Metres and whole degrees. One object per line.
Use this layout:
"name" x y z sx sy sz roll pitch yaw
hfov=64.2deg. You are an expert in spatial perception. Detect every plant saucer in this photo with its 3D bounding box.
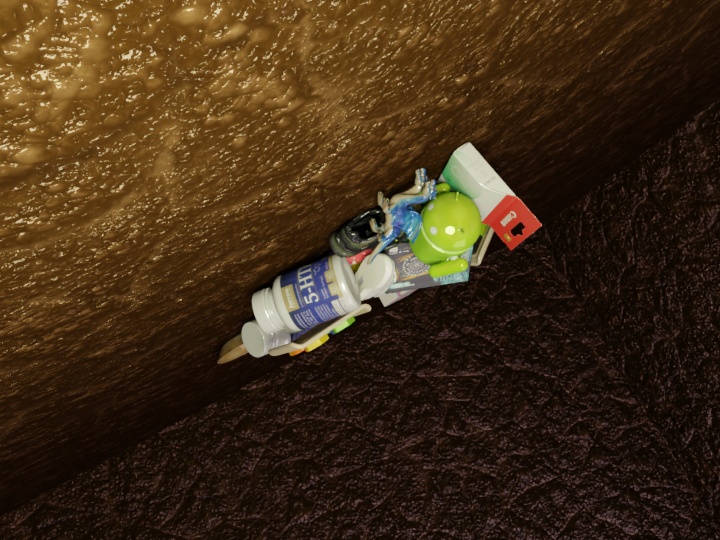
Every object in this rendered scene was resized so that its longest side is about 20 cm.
"plant saucer" -0.325 0.202 1.642 0.199 0.036 0.200 -30 171 -5

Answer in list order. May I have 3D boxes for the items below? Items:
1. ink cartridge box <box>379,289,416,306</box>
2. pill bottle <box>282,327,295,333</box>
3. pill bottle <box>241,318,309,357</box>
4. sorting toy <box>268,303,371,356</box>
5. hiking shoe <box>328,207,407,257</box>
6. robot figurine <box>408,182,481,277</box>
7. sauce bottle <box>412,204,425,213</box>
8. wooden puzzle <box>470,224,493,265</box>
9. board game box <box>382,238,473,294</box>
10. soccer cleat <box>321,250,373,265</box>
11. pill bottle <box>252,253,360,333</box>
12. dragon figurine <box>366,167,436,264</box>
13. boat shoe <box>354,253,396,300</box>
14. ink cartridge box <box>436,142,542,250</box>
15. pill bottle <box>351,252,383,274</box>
"ink cartridge box" 0.122 0.006 1.685 0.128 0.126 0.200 -20 166 -46
"pill bottle" -0.120 0.081 1.399 0.108 0.109 0.200 -35 170 29
"pill bottle" -0.198 0.146 1.468 0.199 0.120 0.120 -20 167 -48
"sorting toy" -0.088 0.138 1.256 0.199 0.037 0.185 -27 180 -28
"hiking shoe" 0.040 -0.081 1.120 0.199 0.076 0.101 -23 172 -32
"robot figurine" 0.161 -0.077 1.101 0.115 0.177 0.200 -6 166 -11
"sauce bottle" 0.132 -0.122 1.221 0.199 0.065 0.065 -31 171 13
"wooden puzzle" 0.256 -0.098 1.400 0.200 0.037 0.186 -2 -122 61
"board game box" 0.146 -0.021 1.253 0.198 0.028 0.136 -8 130 -10
"soccer cleat" -0.035 -0.033 1.240 0.200 0.067 0.077 -39 -161 20
"pill bottle" -0.111 0.053 1.164 0.199 0.121 0.120 -21 172 9
"dragon figurine" 0.074 -0.087 1.037 0.099 0.059 0.201 4 115 -21
"boat shoe" 0.038 0.017 1.198 0.068 0.073 0.200 -7 157 -22
"ink cartridge box" 0.232 -0.125 1.086 0.050 0.201 0.161 -35 172 -12
"pill bottle" 0.000 0.000 1.329 0.199 0.110 0.109 -31 171 8
